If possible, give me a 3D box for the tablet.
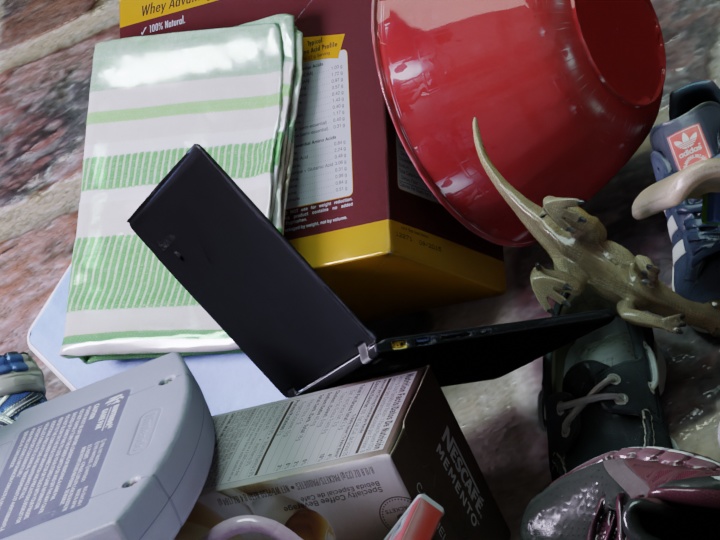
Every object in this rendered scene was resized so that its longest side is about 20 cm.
[{"bbox_3d":[-0.107,0.045,1.584,0.200,0.014,0.130,41,102,34],"label":"tablet"}]

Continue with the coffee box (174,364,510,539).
[{"bbox_3d":[-0.038,0.135,1.395,0.199,0.115,0.080,-13,27,26],"label":"coffee box"}]

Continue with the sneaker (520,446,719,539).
[{"bbox_3d":[0.133,0.115,1.243,0.199,0.076,0.115,-6,-10,40],"label":"sneaker"}]

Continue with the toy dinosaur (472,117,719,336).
[{"bbox_3d":[0.117,-0.009,1.432,0.058,0.200,0.101,-59,-16,9],"label":"toy dinosaur"}]

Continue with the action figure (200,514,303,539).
[{"bbox_3d":[-0.130,0.181,1.355,0.200,0.134,0.149,-15,36,56],"label":"action figure"}]

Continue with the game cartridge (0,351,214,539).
[{"bbox_3d":[-0.140,0.108,1.350,0.133,0.041,0.200,-25,18,15],"label":"game cartridge"}]

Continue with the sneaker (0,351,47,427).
[{"bbox_3d":[-0.231,0.144,1.560,0.077,0.200,0.085,-3,46,-43],"label":"sneaker"}]

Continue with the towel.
[{"bbox_3d":[-0.106,-0.047,1.584,0.152,0.023,0.201,-5,72,30],"label":"towel"}]

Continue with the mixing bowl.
[{"bbox_3d":[0.108,-0.125,1.580,0.108,0.201,0.200,-20,25,35],"label":"mixing bowl"}]

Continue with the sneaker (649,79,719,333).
[{"bbox_3d":[0.196,-0.041,1.524,0.075,0.085,0.200,-22,26,12],"label":"sneaker"}]

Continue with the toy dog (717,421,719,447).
[{"bbox_3d":[0.278,0.052,1.291,0.200,0.096,0.132,-25,23,44],"label":"toy dog"}]

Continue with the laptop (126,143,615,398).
[{"bbox_3d":[0.000,0.000,1.403,0.199,0.117,0.187,-7,-8,-17],"label":"laptop"}]

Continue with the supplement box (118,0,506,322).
[{"bbox_3d":[-0.032,-0.078,1.651,0.196,0.133,0.201,-11,73,32],"label":"supplement box"}]

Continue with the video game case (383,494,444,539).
[{"bbox_3d":[-0.024,0.200,1.246,0.143,0.017,0.200,-54,2,26],"label":"video game case"}]

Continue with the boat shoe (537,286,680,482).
[{"bbox_3d":[0.124,0.072,1.411,0.075,0.061,0.200,-24,25,11],"label":"boat shoe"}]

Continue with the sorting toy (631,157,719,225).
[{"bbox_3d":[0.246,-0.036,1.382,0.199,0.037,0.185,-2,-2,-1],"label":"sorting toy"}]
